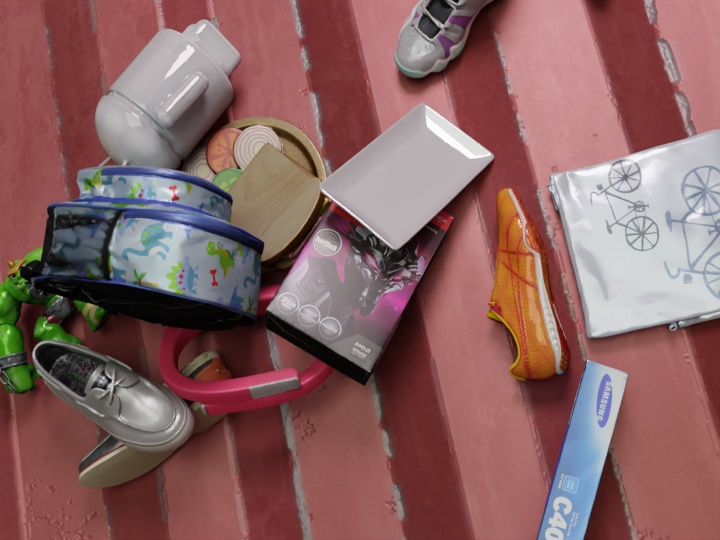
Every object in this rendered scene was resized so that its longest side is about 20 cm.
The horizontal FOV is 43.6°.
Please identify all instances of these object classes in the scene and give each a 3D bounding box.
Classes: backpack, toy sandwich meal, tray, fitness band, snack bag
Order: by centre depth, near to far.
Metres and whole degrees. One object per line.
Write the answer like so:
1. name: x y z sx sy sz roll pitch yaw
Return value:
1. backpack: -0.197 -0.022 0.903 0.195 0.183 0.151 8 83 21
2. snack bag: 0.306 -0.032 0.923 0.195 0.021 0.193 -14 75 9
3. tray: 0.050 -0.099 0.946 0.107 0.022 0.200 39 51 11
4. fitness band: -0.116 0.080 0.953 0.195 0.038 0.145 -9 43 1
5. toy sandwich meal: -0.123 -0.085 1.009 0.200 0.070 0.211 -3 77 12

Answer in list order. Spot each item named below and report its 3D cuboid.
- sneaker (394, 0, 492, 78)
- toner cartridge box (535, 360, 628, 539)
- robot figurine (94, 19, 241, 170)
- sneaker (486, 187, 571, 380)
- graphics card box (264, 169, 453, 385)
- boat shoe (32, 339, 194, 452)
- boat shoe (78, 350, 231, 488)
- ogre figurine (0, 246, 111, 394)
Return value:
1. sneaker: 0.099 -0.313 0.969 0.077 0.140 0.201 38 88 17
2. toner cartridge box: 0.207 0.194 0.859 0.042 0.095 0.204 16 82 14
3. robot figurine: -0.223 -0.190 1.024 0.113 0.169 0.202 42 76 -21
4. sneaker: 0.159 0.012 0.924 0.075 0.073 0.205 -14 72 20
5. graphics card box: 0.000 0.000 0.930 0.124 0.051 0.202 30 67 5
6. boat shoe: -0.261 0.123 0.934 0.197 0.069 0.073 27 70 27
7. boat shoe: -0.225 0.164 0.980 0.198 0.071 0.063 -34 61 1
8. ogre figurine: -0.353 0.035 1.029 0.200 0.098 0.120 -43 90 17
